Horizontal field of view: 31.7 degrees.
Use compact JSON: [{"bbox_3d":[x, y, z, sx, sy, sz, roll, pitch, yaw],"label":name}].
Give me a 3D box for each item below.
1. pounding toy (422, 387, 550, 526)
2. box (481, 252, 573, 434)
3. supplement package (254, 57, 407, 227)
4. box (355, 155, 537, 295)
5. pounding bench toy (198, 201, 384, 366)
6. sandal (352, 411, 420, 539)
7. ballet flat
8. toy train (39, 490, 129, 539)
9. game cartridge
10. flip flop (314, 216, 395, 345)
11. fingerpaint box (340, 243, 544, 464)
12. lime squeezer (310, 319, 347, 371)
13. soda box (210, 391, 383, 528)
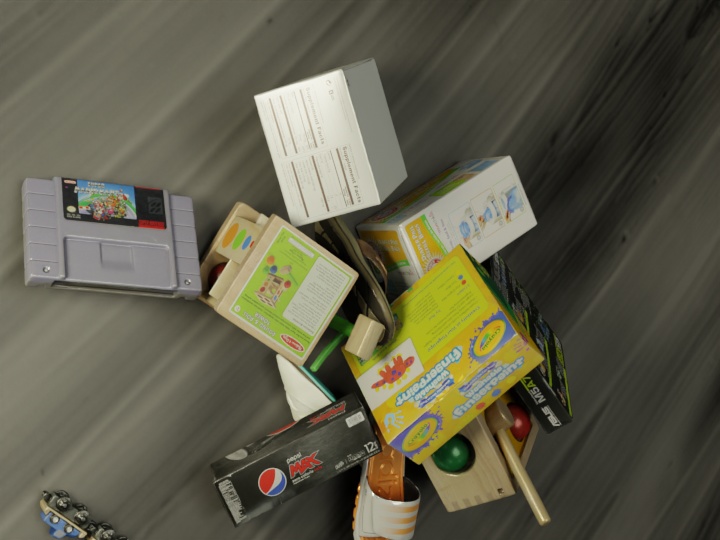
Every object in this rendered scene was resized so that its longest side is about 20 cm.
[{"bbox_3d":[0.156,0.205,1.597,0.186,0.141,0.200,62,27,-15],"label":"pounding toy"},{"bbox_3d":[0.207,0.084,1.665,0.047,0.201,0.194,-28,112,17],"label":"box"},{"bbox_3d":[-0.029,-0.155,1.498,0.109,0.200,0.158,-14,99,15],"label":"supplement package"},{"bbox_3d":[0.111,-0.057,1.642,0.199,0.112,0.103,-33,107,-27],"label":"box"},{"bbox_3d":[-0.081,0.031,1.492,0.199,0.156,0.125,35,85,-24],"label":"pounding bench toy"},{"bbox_3d":[0.037,0.269,1.564,0.078,0.059,0.211,-4,98,-33],"label":"sandal"},{"bbox_3d":[-0.042,0.182,1.578,0.199,0.069,0.070,41,70,-25],"label":"ballet flat"},{"bbox_3d":[-0.289,0.315,1.439,0.200,0.034,0.046,44,81,-24],"label":"toy train"},{"bbox_3d":[-0.277,-0.037,1.420,0.197,0.038,0.132,5,64,-29],"label":"game cartridge"},{"bbox_3d":[0.000,0.000,1.549,0.057,0.082,0.201,-8,51,-27],"label":"flip flop"},{"bbox_3d":[0.094,0.099,1.510,0.200,0.168,0.073,-42,134,11],"label":"fingerpaint box"},{"bbox_3d":[0.006,0.080,1.616,0.198,0.037,0.072,-7,106,-44],"label":"lime squeezer"},{"bbox_3d":[-0.077,0.223,1.507,0.198,0.071,0.064,-26,104,-5],"label":"soda box"}]
